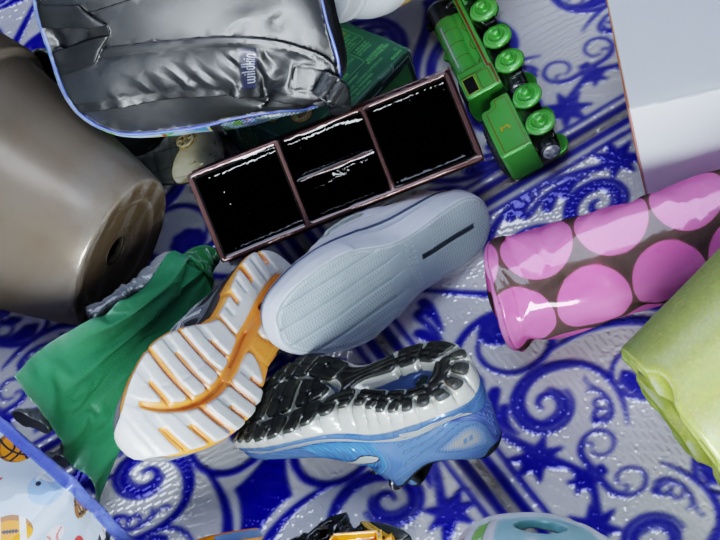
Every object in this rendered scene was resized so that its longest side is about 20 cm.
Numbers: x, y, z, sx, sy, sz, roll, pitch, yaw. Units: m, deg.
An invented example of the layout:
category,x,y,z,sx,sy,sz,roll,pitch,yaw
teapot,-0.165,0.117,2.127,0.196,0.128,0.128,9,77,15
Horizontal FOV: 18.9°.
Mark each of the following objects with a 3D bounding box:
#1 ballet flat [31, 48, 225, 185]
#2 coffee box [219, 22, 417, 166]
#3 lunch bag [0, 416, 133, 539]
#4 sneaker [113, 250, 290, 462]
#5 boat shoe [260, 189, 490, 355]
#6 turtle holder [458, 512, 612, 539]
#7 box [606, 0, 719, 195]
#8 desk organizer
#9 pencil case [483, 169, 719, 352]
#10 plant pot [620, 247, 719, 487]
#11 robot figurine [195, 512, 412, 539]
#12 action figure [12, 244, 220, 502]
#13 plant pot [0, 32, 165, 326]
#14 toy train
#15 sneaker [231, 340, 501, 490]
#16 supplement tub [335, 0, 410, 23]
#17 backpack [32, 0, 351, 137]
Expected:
category,x,y,z,sx,sy,sz,roll,pitch,yaw
ballet flat,-0.184,-0.114,1.642,0.199,0.057,0.067,23,61,33
coffee box,-0.067,-0.149,1.644,0.200,0.044,0.123,26,62,33
lunch bag,-0.275,0.163,1.379,0.200,0.124,0.170,33,74,30
sneaker,-0.104,0.067,1.426,0.077,0.078,0.200,-35,7,41
boat shoe,0.000,0.000,1.468,0.200,0.074,0.067,-25,26,-37
turtle holder,0.118,0.203,1.212,0.185,0.141,0.132,-15,46,6
box,0.227,-0.148,1.494,0.097,0.125,0.201,-12,47,8
desk organizer,-0.017,-0.073,1.514,0.199,0.072,0.077,-22,3,2
pencil case,0.180,-0.007,1.415,0.199,0.094,0.091,-15,92,4
plant pot,0.265,0.044,1.290,0.184,0.201,0.201,-38,49,-1
robot figurine,-0.054,0.213,1.313,0.199,0.058,0.145,-11,50,8
action figure,-0.155,0.050,1.473,0.055,0.118,0.200,7,43,38
plant pot,-0.241,-0.049,1.533,0.173,0.200,0.200,28,62,16
toy train,0.097,-0.144,1.592,0.056,0.042,0.200,-28,47,7
sneaker,0.003,0.105,1.379,0.199,0.089,0.079,-7,39,39
supplement tub,0.024,-0.277,1.631,0.200,0.145,0.144,-32,46,-31
backpack,-0.119,-0.186,1.514,0.199,0.184,0.147,-12,14,5
